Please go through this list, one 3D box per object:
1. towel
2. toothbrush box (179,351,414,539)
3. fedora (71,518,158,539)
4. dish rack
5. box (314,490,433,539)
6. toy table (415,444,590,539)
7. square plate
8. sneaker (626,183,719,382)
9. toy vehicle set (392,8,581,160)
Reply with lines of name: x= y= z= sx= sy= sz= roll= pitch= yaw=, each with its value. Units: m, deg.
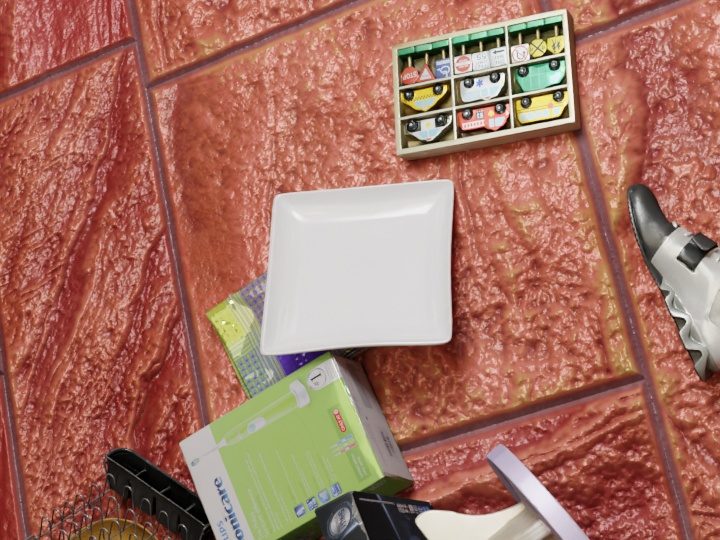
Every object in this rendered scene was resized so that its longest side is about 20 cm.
towel: x=-0.064 y=0.049 z=1.653 sx=0.199 sy=0.023 sz=0.144 roll=-34 pitch=68 yaw=14
toothbrush box: x=-0.068 y=0.199 z=1.586 sx=0.199 sy=0.086 sz=0.146 roll=-32 pitch=67 yaw=14
fedora: x=-0.292 y=0.366 z=1.653 sx=0.199 sy=0.082 sz=0.203 roll=-6 pitch=76 yaw=24
dish rack: x=-0.266 y=0.285 z=1.612 sx=0.153 sy=0.200 sz=0.055 roll=28 pitch=129 yaw=26
box: x=0.042 y=0.296 z=1.451 sx=0.043 sy=0.200 sz=0.161 roll=-29 pitch=68 yaw=17
toy table: x=0.151 y=0.273 z=1.430 sx=0.117 sy=0.184 sz=0.200 roll=-38 pitch=53 yaw=-5
square plate: x=0.000 y=0.000 z=1.591 sx=0.198 sy=0.029 sz=0.200 roll=-4 pitch=57 yaw=11
sneaker: x=0.323 y=-0.003 z=1.462 sx=0.088 sy=0.074 sz=0.201 roll=-28 pitch=78 yaw=17
toy vehicle set: x=0.131 y=-0.194 z=1.614 sx=0.198 sy=0.026 sz=0.125 roll=-9 pitch=75 yaw=23
